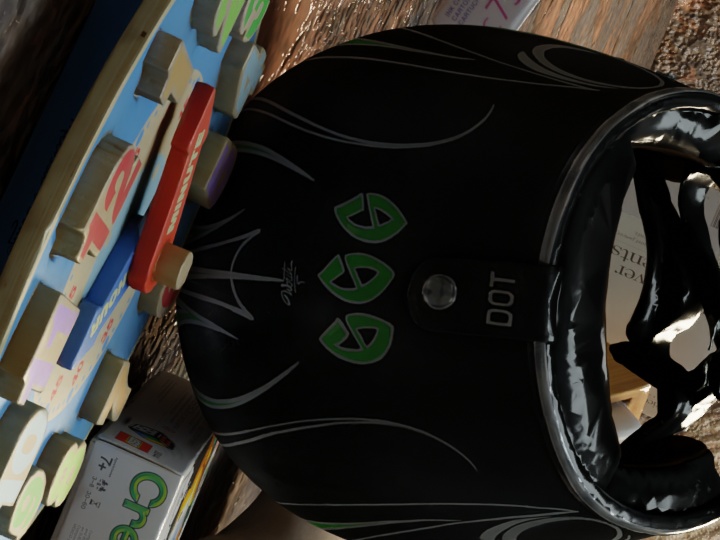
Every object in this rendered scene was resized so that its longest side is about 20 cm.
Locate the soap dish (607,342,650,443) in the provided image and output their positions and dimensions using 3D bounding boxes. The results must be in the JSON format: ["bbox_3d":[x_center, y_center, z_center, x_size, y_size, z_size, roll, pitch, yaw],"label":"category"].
[{"bbox_3d":[0.059,0.108,1.288,0.158,0.199,0.082,96,-23,-63],"label":"soap dish"}]

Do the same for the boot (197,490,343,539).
[{"bbox_3d":[-0.033,0.118,1.039,0.147,0.070,0.200,-55,175,-27],"label":"boot"}]

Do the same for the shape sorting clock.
[{"bbox_3d":[-0.066,-0.007,0.615,0.200,0.039,0.201,24,90,-82],"label":"shape sorting clock"}]

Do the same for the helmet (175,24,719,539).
[{"bbox_3d":[0.031,0.007,0.759,0.199,0.190,0.201,-7,99,-49],"label":"helmet"}]

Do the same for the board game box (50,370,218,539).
[{"bbox_3d":[-0.102,0.141,0.767,0.126,0.034,0.201,-58,170,-81],"label":"board game box"}]

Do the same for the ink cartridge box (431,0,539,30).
[{"bbox_3d":[0.091,-0.180,1.008,0.120,0.042,0.200,-54,-176,26],"label":"ink cartridge box"}]

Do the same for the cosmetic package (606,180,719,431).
[{"bbox_3d":[0.127,-0.005,1.301,0.151,0.199,0.052,103,13,-49],"label":"cosmetic package"}]
